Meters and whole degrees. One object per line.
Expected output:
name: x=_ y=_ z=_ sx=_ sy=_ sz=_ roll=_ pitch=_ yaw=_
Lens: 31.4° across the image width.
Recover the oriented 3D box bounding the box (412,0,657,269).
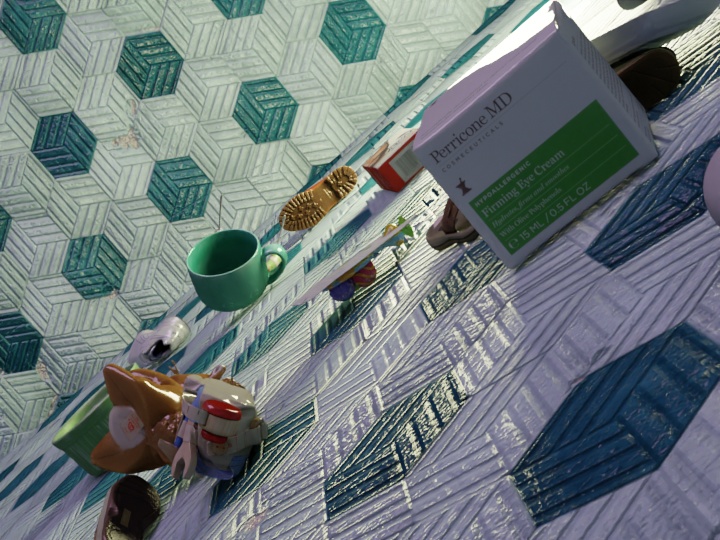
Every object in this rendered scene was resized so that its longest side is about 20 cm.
box: x=0.185 y=-0.150 z=1.369 sx=0.198 sy=0.172 sz=0.200 roll=-39 pitch=10 yaw=18

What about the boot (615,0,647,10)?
boot: x=0.457 y=-0.452 z=1.929 sx=0.200 sy=0.070 sz=0.132 roll=-41 pitch=14 yaw=32

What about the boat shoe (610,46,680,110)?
boat shoe: x=0.285 y=-0.195 z=1.497 sx=0.198 sy=0.074 sz=0.065 roll=-27 pitch=10 yaw=26

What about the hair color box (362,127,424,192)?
hair color box: x=0.073 y=-0.208 z=2.394 sx=0.111 sy=0.064 sz=0.200 roll=-43 pitch=9 yaw=-2

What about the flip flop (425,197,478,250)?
flip flop: x=0.131 y=-0.078 z=1.613 sx=0.081 sy=0.058 sz=0.199 roll=-46 pitch=10 yaw=-24

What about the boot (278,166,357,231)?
boot: x=-0.097 y=-0.151 z=2.823 sx=0.199 sy=0.076 sz=0.107 roll=-35 pitch=6 yaw=-9

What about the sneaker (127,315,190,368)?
sneaker: x=-0.466 y=0.173 z=2.870 sx=0.199 sy=0.075 sz=0.087 roll=-35 pitch=16 yaw=39

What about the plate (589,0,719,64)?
plate: x=0.319 y=-0.271 z=1.533 sx=0.199 sy=0.033 sz=0.198 roll=-23 pitch=0 yaw=-42

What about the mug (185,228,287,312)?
mug: x=-0.245 y=0.012 z=2.525 sx=0.183 sy=0.116 sz=0.152 roll=14 pitch=45 yaw=34

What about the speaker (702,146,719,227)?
speaker: x=0.280 y=-0.040 z=0.797 sx=0.081 sy=0.081 sz=0.200 roll=-40 pitch=10 yaw=6

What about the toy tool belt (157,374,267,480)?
toy tool belt: x=-0.175 y=0.205 z=1.515 sx=0.200 sy=0.123 sz=0.125 roll=-140 pitch=67 yaw=-83

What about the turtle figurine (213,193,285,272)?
turtle figurine: x=-0.245 y=-0.039 z=2.708 sx=0.142 sy=0.203 sz=0.194 roll=-7 pitch=-15 yaw=-31

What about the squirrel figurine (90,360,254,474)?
squirrel figurine: x=-0.232 y=0.195 z=1.717 sx=0.197 sy=0.144 sz=0.186 roll=12 pitch=12 yaw=31

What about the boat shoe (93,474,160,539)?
boat shoe: x=-0.303 y=0.324 z=1.592 sx=0.077 sy=0.071 sz=0.200 roll=-55 pitch=5 yaw=15

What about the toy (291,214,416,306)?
toy: x=0.000 y=0.000 z=1.833 sx=0.200 sy=0.047 sz=0.115 roll=-42 pitch=6 yaw=-16

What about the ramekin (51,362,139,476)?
ramekin: x=-0.439 y=0.268 z=2.263 sx=0.199 sy=0.098 sz=0.200 roll=-41 pitch=9 yaw=8
